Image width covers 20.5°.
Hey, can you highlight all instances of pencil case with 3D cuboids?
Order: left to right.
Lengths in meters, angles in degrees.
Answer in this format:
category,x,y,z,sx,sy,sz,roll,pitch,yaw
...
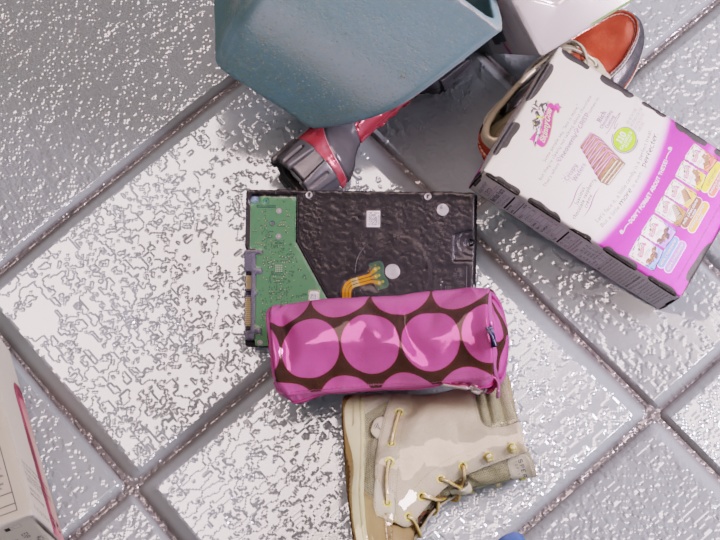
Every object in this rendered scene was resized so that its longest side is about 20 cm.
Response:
category,x,y,z,sx,sy,sz,roll,pitch,yaw
pencil case,0.022,0.066,1.655,0.200,0.091,0.094,-5,76,12

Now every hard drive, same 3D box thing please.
category,x,y,z,sx,sy,sz,roll,pitch,yaw
hard drive,0.000,0.000,1.721,0.200,0.038,0.140,0,91,8

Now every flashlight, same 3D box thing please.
category,x,y,z,sx,sy,sz,roll,pitch,yaw
flashlight,0.014,-0.138,1.793,0.200,0.068,0.068,-40,107,-12

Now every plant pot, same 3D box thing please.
category,x,y,z,sx,sy,sz,roll,pitch,yaw
plant pot,-0.024,-0.243,1.727,0.200,0.196,0.196,-44,30,26

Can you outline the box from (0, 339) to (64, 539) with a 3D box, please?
category,x,y,z,sx,sy,sz,roll,pitch,yaw
box,-0.345,0.156,1.690,0.128,0.109,0.200,-20,65,0

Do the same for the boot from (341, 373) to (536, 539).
category,x,y,z,sx,sy,sz,roll,pitch,yaw
boot,0.068,0.182,1.637,0.155,0.072,0.200,-9,58,4

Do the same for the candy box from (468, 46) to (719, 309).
category,x,y,z,sx,sy,sz,roll,pitch,yaw
candy box,0.213,-0.078,1.704,0.200,0.061,0.136,33,74,-2

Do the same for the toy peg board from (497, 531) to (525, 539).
category,x,y,z,sx,sy,sz,roll,pitch,yaw
toy peg board,0.076,0.279,1.536,0.199,0.200,0.098,-27,51,-4

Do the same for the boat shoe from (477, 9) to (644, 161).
category,x,y,z,sx,sy,sz,roll,pitch,yaw
boat shoe,0.181,-0.167,1.781,0.200,0.063,0.071,-43,66,-12

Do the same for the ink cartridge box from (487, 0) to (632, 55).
category,x,y,z,sx,sy,sz,roll,pitch,yaw
ink cartridge box,0.166,-0.248,1.781,0.117,0.200,0.067,-31,102,-6
